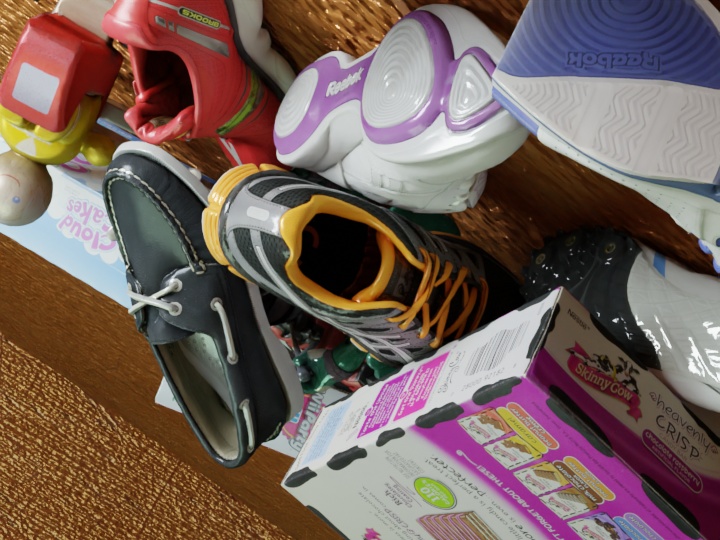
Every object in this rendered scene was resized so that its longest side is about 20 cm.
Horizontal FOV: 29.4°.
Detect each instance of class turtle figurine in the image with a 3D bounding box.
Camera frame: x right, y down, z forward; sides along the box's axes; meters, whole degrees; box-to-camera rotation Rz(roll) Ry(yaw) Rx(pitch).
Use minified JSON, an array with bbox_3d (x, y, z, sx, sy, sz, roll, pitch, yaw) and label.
[{"bbox_3d":[0.000,0.000,0.837,0.200,0.100,0.150,-161,60,-70],"label":"turtle figurine"}]

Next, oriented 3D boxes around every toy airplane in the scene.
[{"bbox_3d":[-0.189,-0.090,0.832,0.199,0.142,0.199,14,163,37],"label":"toy airplane"}]

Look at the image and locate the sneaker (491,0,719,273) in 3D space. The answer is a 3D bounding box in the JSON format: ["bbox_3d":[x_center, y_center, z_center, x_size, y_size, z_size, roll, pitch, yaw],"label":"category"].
[{"bbox_3d":[0.140,-0.029,0.509,0.199,0.081,0.115,27,161,14],"label":"sneaker"}]

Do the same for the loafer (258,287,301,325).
[{"bbox_3d":[-0.080,0.007,0.829,0.200,0.063,0.072,-42,63,63],"label":"loafer"}]

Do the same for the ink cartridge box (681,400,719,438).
[{"bbox_3d":[0.185,0.106,0.813,0.146,0.083,0.200,31,163,8],"label":"ink cartridge box"}]

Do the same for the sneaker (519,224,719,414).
[{"bbox_3d":[0.162,0.032,0.670,0.200,0.072,0.072,22,169,42],"label":"sneaker"}]

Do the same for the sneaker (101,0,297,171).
[{"bbox_3d":[-0.088,-0.097,0.729,0.077,0.085,0.200,27,162,25],"label":"sneaker"}]

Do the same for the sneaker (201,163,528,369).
[{"bbox_3d":[0.017,0.009,0.693,0.199,0.079,0.077,20,178,-27],"label":"sneaker"}]

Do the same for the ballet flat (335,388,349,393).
[{"bbox_3d":[-0.072,0.043,1.171,0.199,0.068,0.075,30,143,-10],"label":"ballet flat"}]

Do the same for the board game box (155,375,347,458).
[{"bbox_3d":[-0.050,0.119,1.104,0.199,0.065,0.148,19,173,7],"label":"board game box"}]

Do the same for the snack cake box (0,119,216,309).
[{"bbox_3d":[-0.200,-0.058,0.985,0.199,0.067,0.115,29,-157,13],"label":"snack cake box"}]

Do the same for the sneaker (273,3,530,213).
[{"bbox_3d":[0.036,-0.068,0.638,0.099,0.075,0.200,25,173,-24],"label":"sneaker"}]

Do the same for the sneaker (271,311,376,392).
[{"bbox_3d":[-0.040,0.035,1.050,0.200,0.071,0.098,40,160,-28],"label":"sneaker"}]

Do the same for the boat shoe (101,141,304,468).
[{"bbox_3d":[-0.094,0.024,0.767,0.075,0.060,0.200,-2,125,44],"label":"boat shoe"}]

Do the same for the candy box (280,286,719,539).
[{"bbox_3d":[0.072,0.103,0.693,0.136,0.061,0.200,43,138,-15],"label":"candy box"}]
